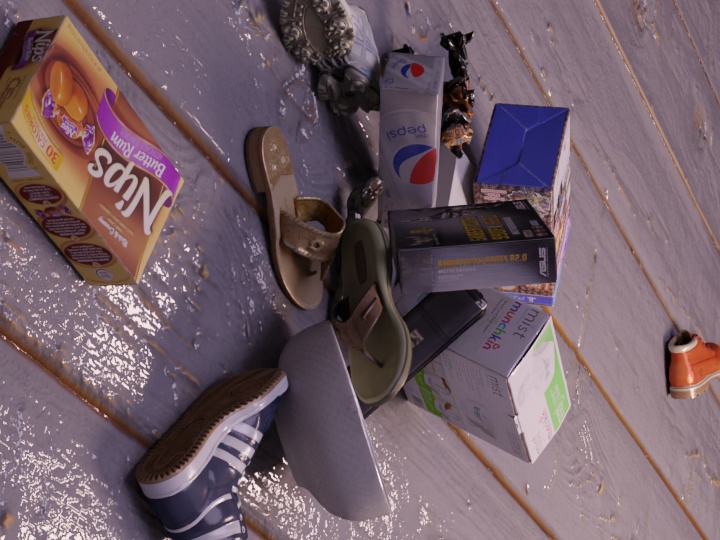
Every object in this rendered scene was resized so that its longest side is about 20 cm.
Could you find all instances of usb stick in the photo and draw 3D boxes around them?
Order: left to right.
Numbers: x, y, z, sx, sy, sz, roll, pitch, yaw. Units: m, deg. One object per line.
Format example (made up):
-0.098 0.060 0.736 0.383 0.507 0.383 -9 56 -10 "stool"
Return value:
0.048 0.082 1.636 0.055 0.200 0.033 48 16 1 "usb stick"

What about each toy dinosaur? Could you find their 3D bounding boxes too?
0.000 0.000 1.699 0.088 0.047 0.201 26 70 -55 "toy dinosaur"
0.089 -0.199 1.808 0.102 0.200 0.136 -23 106 -18 "toy dinosaur"

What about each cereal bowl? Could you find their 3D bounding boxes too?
-0.037 0.155 1.534 0.200 0.083 0.201 162 -90 -88 "cereal bowl"

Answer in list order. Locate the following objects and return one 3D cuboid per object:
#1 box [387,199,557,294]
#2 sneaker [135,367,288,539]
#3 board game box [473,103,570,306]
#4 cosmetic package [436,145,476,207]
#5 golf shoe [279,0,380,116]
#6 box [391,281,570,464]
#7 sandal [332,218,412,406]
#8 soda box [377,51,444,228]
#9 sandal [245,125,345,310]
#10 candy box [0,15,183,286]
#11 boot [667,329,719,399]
0.112 -0.028 1.628 0.200 0.158 0.048 -97 -177 -76 "box"
-0.121 0.178 1.425 0.200 0.070 0.109 -43 121 -46 "sneaker"
0.207 -0.083 1.966 0.200 0.097 0.160 82 19 -44 "board game box"
0.095 -0.044 1.867 0.083 0.051 0.200 50 46 -54 "cosmetic package"
-0.029 -0.254 1.635 0.200 0.078 0.097 65 29 -53 "golf shoe"
0.128 0.103 1.734 0.097 0.176 0.200 -53 149 -22 "box"
-0.002 0.041 1.537 0.057 0.080 0.201 13 55 -40 "sandal"
0.054 -0.137 1.703 0.068 0.063 0.200 -78 172 -46 "soda box"
-0.051 -0.048 1.572 0.078 0.069 0.212 -54 134 -49 "sandal"
-0.228 -0.092 1.259 0.200 0.056 0.117 57 41 -42 "candy box"
0.603 0.149 2.793 0.200 0.075 0.108 -29 109 -58 "boot"
